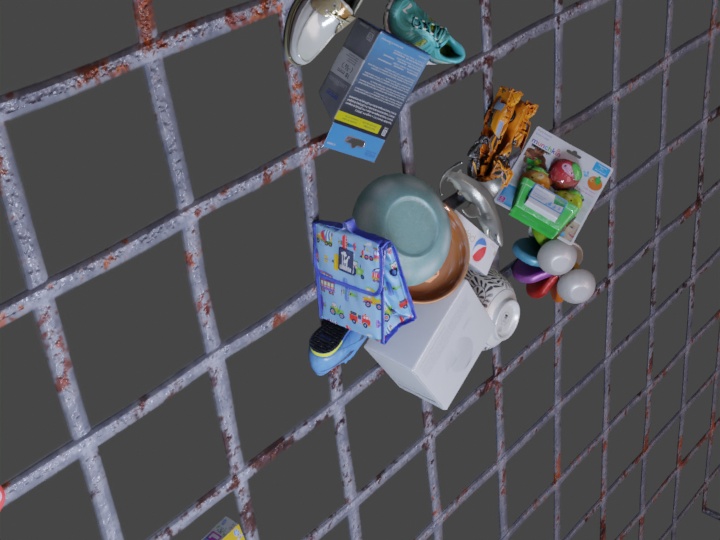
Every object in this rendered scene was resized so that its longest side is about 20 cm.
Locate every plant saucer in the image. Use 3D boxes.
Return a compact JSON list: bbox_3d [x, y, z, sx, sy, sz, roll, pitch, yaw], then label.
[{"bbox_3d":[0.100,-0.037,1.840,0.200,0.037,0.201,4,80,-22],"label":"plant saucer"},{"bbox_3d":[0.081,-0.074,1.788,0.201,0.039,0.201,4,81,-26],"label":"plant saucer"}]

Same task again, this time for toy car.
[{"bbox_3d":[0.402,-0.013,2.213,0.150,0.175,0.200,-30,120,16],"label":"toy car"}]

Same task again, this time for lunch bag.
[{"bbox_3d":[0.000,0.000,1.711,0.094,0.150,0.200,-37,132,-36],"label":"lunch bag"}]

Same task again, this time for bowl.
[{"bbox_3d":[0.267,0.089,2.127,0.201,0.094,0.201,-23,122,-43],"label":"bowl"}]

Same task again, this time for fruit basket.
[{"bbox_3d":[0.400,-0.177,2.114,0.200,0.185,0.094,-58,175,-11],"label":"fruit basket"}]

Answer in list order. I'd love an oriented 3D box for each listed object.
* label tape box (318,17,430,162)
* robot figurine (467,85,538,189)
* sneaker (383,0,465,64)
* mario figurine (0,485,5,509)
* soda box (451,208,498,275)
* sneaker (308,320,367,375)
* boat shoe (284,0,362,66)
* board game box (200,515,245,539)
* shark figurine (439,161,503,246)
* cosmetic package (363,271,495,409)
[{"bbox_3d":[0.009,-0.287,1.656,0.144,0.063,0.200,10,114,-52],"label":"label tape box"},{"bbox_3d":[0.276,-0.250,2.014,0.145,0.058,0.200,19,90,-52],"label":"robot figurine"},{"bbox_3d":[0.109,-0.403,1.724,0.200,0.080,0.078,22,89,-52],"label":"sneaker"},{"bbox_3d":[-0.520,0.332,1.253,0.200,0.106,0.123,-40,169,-23],"label":"mario figurine"},{"bbox_3d":[0.191,-0.059,1.992,0.200,0.064,0.068,32,80,-52],"label":"soda box"},{"bbox_3d":[-0.018,0.109,1.816,0.200,0.066,0.079,-41,145,-32],"label":"sneaker"},{"bbox_3d":[-0.046,-0.396,1.545,0.075,0.068,0.200,36,78,-51],"label":"boat shoe"},{"bbox_3d":[-0.239,0.533,1.751,0.134,0.034,0.200,-41,134,-32],"label":"board game box"},{"bbox_3d":[0.221,-0.157,1.943,0.214,0.089,0.128,44,26,-36],"label":"shark figurine"},{"bbox_3d":[0.134,0.123,1.942,0.200,0.123,0.200,-57,147,-14],"label":"cosmetic package"}]
